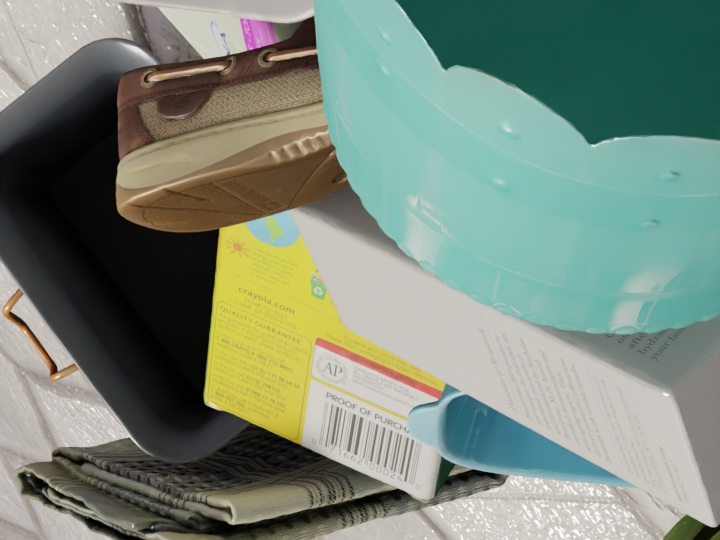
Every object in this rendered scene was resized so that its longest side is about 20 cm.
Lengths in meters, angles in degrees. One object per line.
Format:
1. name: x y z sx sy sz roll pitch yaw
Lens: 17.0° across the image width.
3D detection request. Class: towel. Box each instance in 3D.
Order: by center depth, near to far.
1. towel: -0.055 0.099 1.235 0.192 0.199 0.035 15 113 56

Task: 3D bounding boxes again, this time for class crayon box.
1. crayon box: 0.000 0.000 1.098 0.126 0.051 0.201 23 134 15

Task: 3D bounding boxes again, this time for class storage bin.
1. storage bin: -0.110 -0.003 1.265 0.201 0.145 0.134 53 -178 3

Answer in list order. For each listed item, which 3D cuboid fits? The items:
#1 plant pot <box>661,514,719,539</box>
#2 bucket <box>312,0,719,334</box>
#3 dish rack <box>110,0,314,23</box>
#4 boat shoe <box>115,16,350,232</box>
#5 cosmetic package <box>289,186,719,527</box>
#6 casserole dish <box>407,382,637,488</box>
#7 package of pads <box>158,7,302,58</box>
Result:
1. plant pot: 0.190 0.184 0.946 0.200 0.200 0.185 26 146 45
2. bucket: 0.078 -0.090 0.698 0.207 0.207 0.135 42 158 16
3. dish rack: -0.045 -0.173 0.858 0.199 0.173 0.043 12 178 42
4. boat shoe: 0.000 -0.071 0.865 0.072 0.199 0.073 31 -132 -60
5. cosmetic package: 0.079 0.001 0.871 0.199 0.101 0.072 28 152 44
6. casserole dish: 0.118 0.054 0.954 0.198 0.039 0.121 4 159 3
7. package of pads: -0.045 -0.143 0.982 0.200 0.068 0.155 49 162 37
